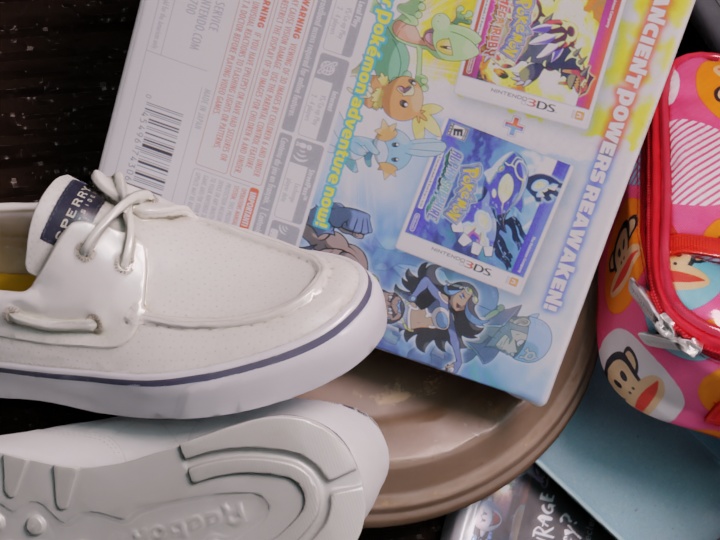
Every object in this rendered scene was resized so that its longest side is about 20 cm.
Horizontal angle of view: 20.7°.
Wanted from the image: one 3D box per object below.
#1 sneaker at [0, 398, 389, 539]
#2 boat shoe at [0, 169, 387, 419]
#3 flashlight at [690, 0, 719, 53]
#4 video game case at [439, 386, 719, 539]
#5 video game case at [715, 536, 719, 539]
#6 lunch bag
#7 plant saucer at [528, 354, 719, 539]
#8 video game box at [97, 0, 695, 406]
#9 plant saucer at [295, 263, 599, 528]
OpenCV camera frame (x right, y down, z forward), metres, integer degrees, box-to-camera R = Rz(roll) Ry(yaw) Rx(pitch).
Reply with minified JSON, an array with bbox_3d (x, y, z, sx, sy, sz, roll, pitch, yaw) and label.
[{"bbox_3d":[-0.088,0.084,0.696,0.199,0.081,0.077,-6,102,10],"label":"sneaker"},{"bbox_3d":[-0.089,0.002,0.677,0.199,0.070,0.071,2,38,25],"label":"boat shoe"},{"bbox_3d":[0.166,-0.123,0.876,0.068,0.068,0.201,-26,78,-20],"label":"flashlight"},{"bbox_3d":[0.110,0.156,0.784,0.181,0.023,0.201,21,68,-12],"label":"video game case"},{"bbox_3d":[0.230,0.105,0.744,0.200,0.142,0.019,-17,116,-54],"label":"video game case"},{"bbox_3d":[0.190,0.015,0.760,0.199,0.082,0.177,15,51,-8],"label":"lunch bag"},{"bbox_3d":[0.147,0.110,0.789,0.200,0.019,0.070,43,65,-1],"label":"plant saucer"},{"bbox_3d":[0.012,-0.072,0.692,0.181,0.201,0.047,20,24,3],"label":"video game box"},{"bbox_3d":[0.000,0.000,0.768,0.199,0.029,0.201,2,68,-5],"label":"plant saucer"}]
